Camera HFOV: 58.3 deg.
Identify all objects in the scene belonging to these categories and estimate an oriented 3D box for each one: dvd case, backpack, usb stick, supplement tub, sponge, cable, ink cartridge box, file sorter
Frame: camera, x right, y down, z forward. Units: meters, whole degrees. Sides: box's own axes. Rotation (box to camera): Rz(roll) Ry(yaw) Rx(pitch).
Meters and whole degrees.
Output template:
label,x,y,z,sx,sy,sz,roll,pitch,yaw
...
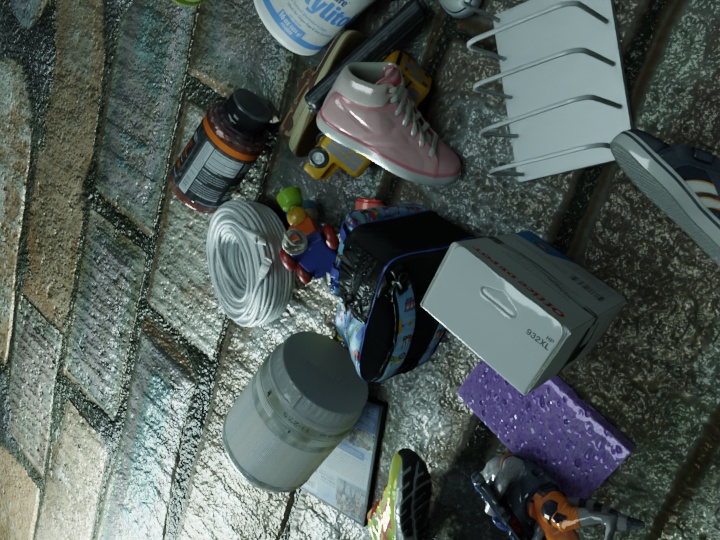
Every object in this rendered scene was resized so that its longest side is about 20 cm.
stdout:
label,x,y,z,sx,sy,sz,roll,pitch,yaw
dvd case,-0.030,0.277,1.008,0.141,0.017,0.204,17,105,35
backpack,0.044,0.034,0.828,0.134,0.180,0.203,39,129,36
usb stick,0.006,-0.280,0.848,0.199,0.056,0.033,-39,106,10
supplement tub,-0.222,-0.194,1.042,0.200,0.106,0.108,-46,69,32
sponge,0.220,0.182,0.794,0.200,0.030,0.113,45,121,25
supplement tub,-0.038,-0.396,0.857,0.198,0.131,0.134,-29,79,37
cable,-0.180,-0.014,1.031,0.200,0.068,0.203,48,135,35
ink cartridge box,0.180,0.035,0.697,0.145,0.198,0.085,40,118,26
file sorter,0.199,-0.210,0.700,0.137,0.123,0.205,-9,91,38

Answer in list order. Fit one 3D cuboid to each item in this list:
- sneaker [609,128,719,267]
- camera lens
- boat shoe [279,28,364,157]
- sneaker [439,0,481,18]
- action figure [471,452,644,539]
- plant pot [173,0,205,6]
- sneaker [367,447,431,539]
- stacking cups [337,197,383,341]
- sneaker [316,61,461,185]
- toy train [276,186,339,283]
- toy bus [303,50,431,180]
label,x,y,z,sx,sy,sz,roll,pitch,yaw
sneaker,0.334,-0.079,0.624,0.199,0.078,0.080,42,99,-4
camera lens,-0.099,0.209,0.941,0.161,0.159,0.201,50,121,21
boat shoe,-0.064,-0.265,0.934,0.072,0.071,0.202,47,127,22
sneaker,0.101,-0.412,0.783,0.072,0.070,0.205,-11,89,38
action figure,0.221,0.286,0.754,0.105,0.201,0.192,-45,41,-14
plant pot,-0.191,-0.499,0.944,0.186,0.199,0.205,9,101,25
sneaker,0.045,0.348,0.922,0.089,0.077,0.205,11,103,38
stacking cups,0.000,0.000,0.921,0.060,0.060,0.205,10,102,36
sneaker,0.050,-0.184,0.792,0.197,0.076,0.105,24,131,-7
toy train,-0.086,-0.068,0.904,0.083,0.200,0.117,-25,69,5
toy bus,0.005,-0.200,0.876,0.078,0.066,0.200,34,123,-14
